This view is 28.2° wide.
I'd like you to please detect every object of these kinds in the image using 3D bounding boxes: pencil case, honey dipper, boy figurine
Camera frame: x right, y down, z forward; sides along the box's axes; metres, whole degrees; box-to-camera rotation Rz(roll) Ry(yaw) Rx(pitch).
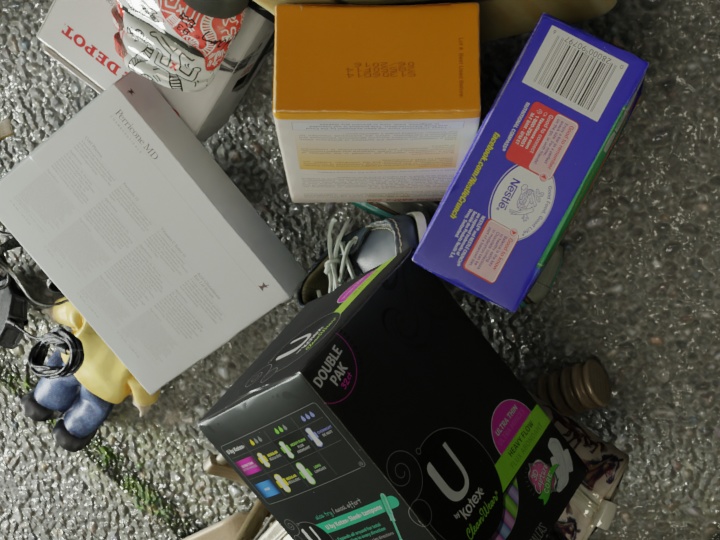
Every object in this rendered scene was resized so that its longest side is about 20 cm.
[{"bbox_3d":[0.105,0.119,1.054,0.200,0.089,0.078,35,105,12],"label":"pencil case"},{"bbox_3d":[0.100,0.115,1.129,0.200,0.038,0.038,-21,102,31],"label":"honey dipper"},{"bbox_3d":[-0.214,0.063,1.214,0.124,0.064,0.200,41,119,2],"label":"boy figurine"}]

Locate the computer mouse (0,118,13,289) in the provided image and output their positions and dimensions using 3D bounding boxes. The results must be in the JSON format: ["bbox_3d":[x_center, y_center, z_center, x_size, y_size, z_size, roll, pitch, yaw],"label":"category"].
[{"bbox_3d":[-0.246,-0.069,1.169,0.200,0.046,0.141,-12,116,17],"label":"computer mouse"}]

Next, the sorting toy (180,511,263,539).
[{"bbox_3d":[-0.128,0.326,1.306,0.200,0.036,0.185,-30,98,24],"label":"sorting toy"}]

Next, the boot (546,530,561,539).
[{"bbox_3d":[0.118,0.296,1.167,0.158,0.079,0.211,40,119,2],"label":"boot"}]

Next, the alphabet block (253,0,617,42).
[{"bbox_3d":[0.031,-0.255,0.873,0.196,0.200,0.196,-11,74,24],"label":"alphabet block"}]

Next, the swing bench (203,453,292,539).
[{"bbox_3d":[-0.035,0.190,1.122,0.130,0.200,0.199,25,130,-18],"label":"swing bench"}]

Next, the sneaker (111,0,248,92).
[{"bbox_3d":[-0.166,-0.208,0.987,0.201,0.067,0.108,40,134,15],"label":"sneaker"}]

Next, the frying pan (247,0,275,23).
[{"bbox_3d":[-0.013,-0.144,1.031,0.190,0.031,0.115,11,125,-11],"label":"frying pan"}]

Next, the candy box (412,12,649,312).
[{"bbox_3d":[0.113,-0.065,0.929,0.077,0.200,0.169,29,96,6],"label":"candy box"}]

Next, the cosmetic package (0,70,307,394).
[{"bbox_3d":[-0.161,-0.026,1.069,0.151,0.052,0.200,-34,101,27],"label":"cosmetic package"}]

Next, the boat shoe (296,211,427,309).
[{"bbox_3d":[0.000,0.000,1.045,0.062,0.200,0.075,5,81,-15],"label":"boat shoe"}]

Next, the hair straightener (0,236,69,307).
[{"bbox_3d":[-0.197,0.002,1.131,0.200,0.041,0.077,2,85,6],"label":"hair straightener"}]

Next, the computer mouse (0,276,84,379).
[{"bbox_3d":[-0.276,0.048,1.203,0.200,0.034,0.059,25,97,49],"label":"computer mouse"}]

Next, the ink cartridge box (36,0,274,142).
[{"bbox_3d":[-0.126,-0.213,1.055,0.147,0.083,0.200,38,119,3],"label":"ink cartridge box"}]

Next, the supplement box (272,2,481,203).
[{"bbox_3d":[0.011,-0.105,0.937,0.126,0.200,0.074,0,77,0],"label":"supplement box"}]

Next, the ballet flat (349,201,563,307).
[{"bbox_3d":[0.060,-0.045,1.072,0.200,0.067,0.064,31,91,7],"label":"ballet flat"}]

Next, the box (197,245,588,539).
[{"bbox_3d":[0.024,0.116,0.948,0.200,0.149,0.124,51,137,-9],"label":"box"}]
